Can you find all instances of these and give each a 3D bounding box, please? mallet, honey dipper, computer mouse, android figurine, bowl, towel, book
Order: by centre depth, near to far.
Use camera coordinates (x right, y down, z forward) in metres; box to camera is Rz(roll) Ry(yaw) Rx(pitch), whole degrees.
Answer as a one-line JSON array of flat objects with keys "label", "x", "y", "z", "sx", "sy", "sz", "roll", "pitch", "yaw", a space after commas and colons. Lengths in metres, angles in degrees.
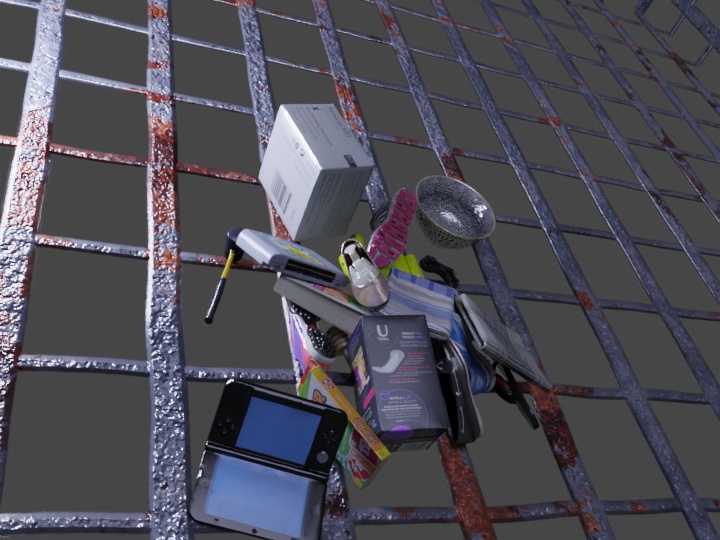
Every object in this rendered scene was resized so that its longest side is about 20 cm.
[{"label": "honey dipper", "x": -0.004, "y": 0.185, "z": 1.285, "sx": 0.037, "sy": 0.038, "sz": 0.202, "roll": -9, "pitch": 55, "yaw": -35}, {"label": "mallet", "x": -0.244, "y": 0.005, "z": 1.311, "sx": 0.040, "sy": 0.066, "sz": 0.202, "roll": 17, "pitch": 43, "yaw": -7}, {"label": "book", "x": -0.058, "y": 0.056, "z": 1.348, "sx": 0.197, "sy": 0.049, "sz": 0.134, "roll": 27, "pitch": 11, "yaw": -3}, {"label": "towel", "x": 0.107, "y": 0.058, "z": 1.367, "sx": 0.144, "sy": 0.024, "sz": 0.201, "roll": 19, "pitch": 25, "yaw": 2}, {"label": "towel", "x": 0.273, "y": 0.132, "z": 1.404, "sx": 0.191, "sy": 0.035, "sz": 0.201, "roll": 33, "pitch": 17, "yaw": -24}, {"label": "android figurine", "x": 0.045, "y": 0.005, "z": 1.489, "sx": 0.179, "sy": 0.041, "sz": 0.202, "roll": 4, "pitch": 45, "yaw": -26}, {"label": "computer mouse", "x": 0.182, "y": 0.066, "z": 1.491, "sx": 0.109, "sy": 0.044, "sz": 0.202, "roll": 29, "pitch": 35, "yaw": -40}, {"label": "bowl", "x": 0.197, "y": -0.112, "z": 1.646, "sx": 0.197, "sy": 0.095, "sz": 0.203, "roll": 15, "pitch": 42, "yaw": -14}]

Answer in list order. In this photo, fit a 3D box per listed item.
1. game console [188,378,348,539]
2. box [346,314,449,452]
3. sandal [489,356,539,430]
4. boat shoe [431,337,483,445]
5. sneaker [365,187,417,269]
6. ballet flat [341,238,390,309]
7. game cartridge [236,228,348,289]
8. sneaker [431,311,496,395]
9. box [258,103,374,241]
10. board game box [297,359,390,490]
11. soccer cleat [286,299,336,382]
[{"label": "game console", "x": -0.129, "y": 0.281, "z": 1.066, "sx": 0.197, "sy": 0.179, "sz": 0.117, "roll": 18, "pitch": 13, "yaw": -11}, {"label": "box", "x": 0.057, "y": 0.186, "z": 1.204, "sx": 0.120, "sy": 0.107, "sz": 0.203, "roll": 1, "pitch": 59, "yaw": -17}, {"label": "sandal", "x": 0.274, "y": 0.220, "z": 1.378, "sx": 0.045, "sy": 0.075, "sz": 0.201, "roll": -28, "pitch": 43, "yaw": 5}, {"label": "boat shoe", "x": 0.160, "y": 0.209, "z": 1.294, "sx": 0.056, "sy": 0.067, "sz": 0.203, "roll": -12, "pitch": 77, "yaw": -29}, {"label": "sneaker", "x": 0.053, "y": -0.076, "z": 1.502, "sx": 0.073, "sy": 0.087, "sz": 0.202, "roll": 33, "pitch": 58, "yaw": -15}, {"label": "ballet flat", "x": 0.000, "y": 0.000, "z": 1.340, "sx": 0.067, "sy": 0.068, "sz": 0.200, "roll": -30, "pitch": 30, "yaw": -2}, {"label": "game cartridge", "x": -0.127, "y": -0.023, "z": 1.349, "sx": 0.198, "sy": 0.041, "sz": 0.133, "roll": 18, "pitch": 8, "yaw": -46}, {"label": "sneaker", "x": 0.170, "y": 0.151, "z": 1.382, "sx": 0.088, "sy": 0.079, "sz": 0.201, "roll": -14, "pitch": 56, "yaw": -41}, {"label": "box", "x": -0.096, "y": -0.202, "z": 1.496, "sx": 0.129, "sy": 0.202, "sz": 0.200, "roll": -9, "pitch": 53, "yaw": -34}, {"label": "board game box", "x": -0.037, "y": 0.243, "z": 1.162, "sx": 0.030, "sy": 0.096, "sz": 0.201, "roll": -20, "pitch": 60, "yaw": -39}, {"label": "soccer cleat", "x": -0.100, "y": 0.117, "z": 1.284, "sx": 0.067, "sy": 0.074, "sz": 0.201, "roll": 21, "pitch": 21, "yaw": -31}]
